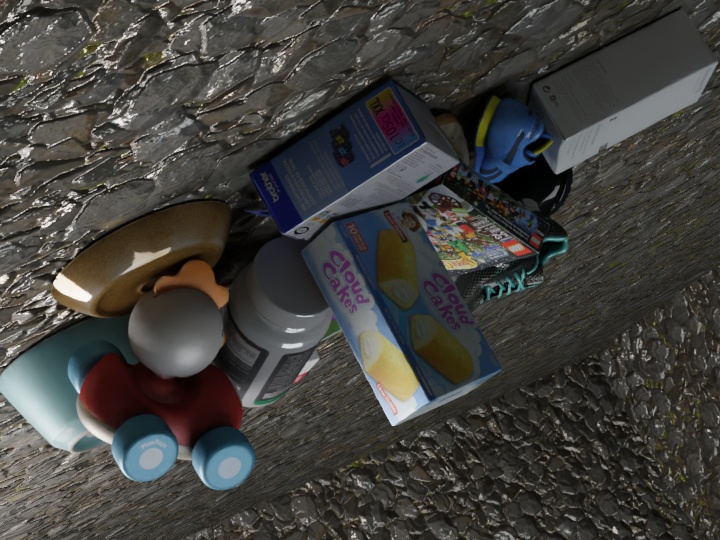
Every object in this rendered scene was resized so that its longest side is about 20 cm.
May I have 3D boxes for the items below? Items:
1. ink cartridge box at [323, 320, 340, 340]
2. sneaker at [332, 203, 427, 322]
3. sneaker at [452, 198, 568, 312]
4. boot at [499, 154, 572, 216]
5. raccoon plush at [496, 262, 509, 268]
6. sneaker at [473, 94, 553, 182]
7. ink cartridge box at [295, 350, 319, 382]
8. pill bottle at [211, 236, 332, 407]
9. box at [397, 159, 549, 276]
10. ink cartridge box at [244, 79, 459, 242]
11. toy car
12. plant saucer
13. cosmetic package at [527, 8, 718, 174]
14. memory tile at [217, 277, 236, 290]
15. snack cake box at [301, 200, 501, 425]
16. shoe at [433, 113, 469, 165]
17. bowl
[{"bbox_3d":[0.029,0.017,1.726,0.199,0.060,0.104,-28,179,34],"label":"ink cartridge box"},{"bbox_3d":[0.000,0.000,1.490,0.200,0.072,0.115,-32,-150,59],"label":"sneaker"},{"bbox_3d":[0.182,-0.003,1.678,0.200,0.091,0.078,-47,148,-19],"label":"sneaker"},{"bbox_3d":[0.166,-0.081,1.768,0.162,0.074,0.198,-9,156,-38],"label":"boot"},{"bbox_3d":[0.094,-0.033,1.642,0.200,0.135,0.097,-35,165,27],"label":"raccoon plush"},{"bbox_3d":[0.172,-0.134,1.522,0.200,0.078,0.066,72,40,-76],"label":"sneaker"},{"bbox_3d":[-0.169,0.123,1.746,0.199,0.084,0.144,-17,169,-18],"label":"ink cartridge box"},{"bbox_3d":[-0.095,0.055,1.445,0.113,0.113,0.200,-20,159,-32],"label":"pill bottle"},{"bbox_3d":[0.093,-0.052,1.481,0.200,0.136,0.038,-18,-137,59],"label":"box"},{"bbox_3d":[-0.016,-0.093,1.334,0.199,0.077,0.136,-34,167,13],"label":"ink cartridge box"},{"bbox_3d":[-0.179,0.086,1.378,0.176,0.184,0.201,13,110,-34],"label":"toy car"},{"bbox_3d":[-0.212,-0.002,1.365,0.199,0.036,0.200,-26,166,-7],"label":"plant saucer"},{"bbox_3d":[0.293,-0.202,1.540,0.199,0.081,0.113,-26,164,-5],"label":"cosmetic package"},{"bbox_3d":[-0.155,0.053,1.584,0.152,0.017,0.200,3,157,-13],"label":"memory tile"},{"bbox_3d":[0.041,0.040,1.351,0.115,0.201,0.067,-19,165,-43],"label":"snack cake box"},{"bbox_3d":[0.091,-0.123,1.485,0.070,0.054,0.200,-30,166,8],"label":"shoe"},{"bbox_3d":[-0.299,0.135,1.544,0.200,0.105,0.201,-27,167,-7],"label":"bowl"}]
